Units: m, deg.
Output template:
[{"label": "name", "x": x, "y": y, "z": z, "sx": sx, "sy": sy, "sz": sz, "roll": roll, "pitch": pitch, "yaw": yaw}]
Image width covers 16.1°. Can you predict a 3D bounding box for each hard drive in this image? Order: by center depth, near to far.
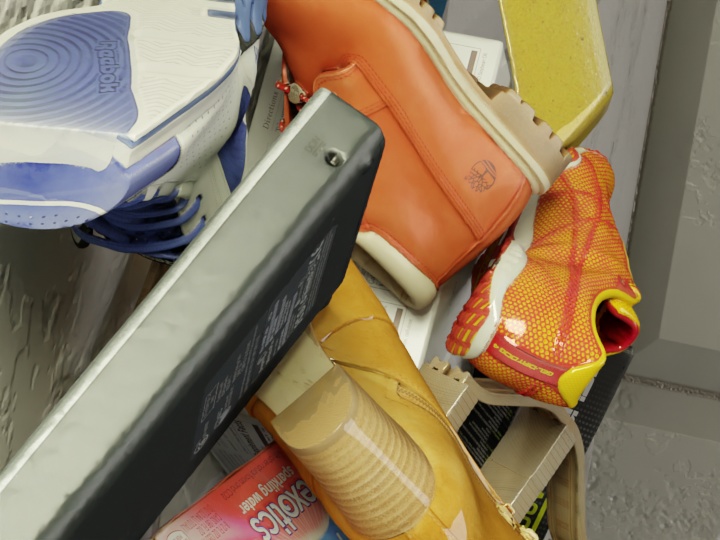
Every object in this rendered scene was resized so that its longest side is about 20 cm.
[{"label": "hard drive", "x": -0.067, "y": 0.043, "z": 0.895, "sx": 0.200, "sy": 0.033, "sz": 0.140, "roll": -52, "pitch": 172, "yaw": -23}]

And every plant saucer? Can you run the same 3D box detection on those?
[{"label": "plant saucer", "x": 0.092, "y": -0.149, "z": 1.295, "sx": 0.200, "sy": 0.048, "sz": 0.201, "roll": -13, "pitch": 93, "yaw": -85}]

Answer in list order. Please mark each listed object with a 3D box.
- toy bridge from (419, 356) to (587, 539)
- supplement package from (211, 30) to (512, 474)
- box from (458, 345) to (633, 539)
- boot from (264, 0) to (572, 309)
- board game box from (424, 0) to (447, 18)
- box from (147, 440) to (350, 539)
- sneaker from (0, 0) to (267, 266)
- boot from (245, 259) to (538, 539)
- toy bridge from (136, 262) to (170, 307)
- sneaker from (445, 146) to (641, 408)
[{"label": "toy bridge", "x": 0.073, "y": 0.093, "z": 1.174, "sx": 0.067, "sy": 0.027, "sz": 0.200, "roll": -55, "pitch": 144, "yaw": -14}, {"label": "supplement package", "x": 0.000, "y": 0.000, "z": 1.222, "sx": 0.156, "sy": 0.110, "sz": 0.201, "roll": 67, "pitch": 37, "yaw": -71}, {"label": "box", "x": 0.057, "y": 0.072, "z": 1.320, "sx": 0.161, "sy": 0.044, "sz": 0.200, "roll": -66, "pitch": -159, "yaw": 10}, {"label": "boot", "x": -0.007, "y": -0.070, "z": 1.082, "sx": 0.107, "sy": 0.200, "sz": 0.075, "roll": -49, "pitch": -154, "yaw": -4}, {"label": "board game box", "x": 0.015, "y": -0.176, "z": 1.303, "sx": 0.200, "sy": 0.040, "sz": 0.153, "roll": 76, "pitch": 27, "yaw": -65}, {"label": "box", "x": -0.039, "y": 0.139, "z": 1.036, "sx": 0.095, "sy": 0.103, "sz": 0.200, "roll": -43, "pitch": 177, "yaw": 25}, {"label": "sneaker", "x": -0.073, "y": -0.042, "z": 0.889, "sx": 0.200, "sy": 0.080, "sz": 0.116, "roll": -62, "pitch": 158, "yaw": -61}, {"label": "boot", "x": 0.005, "y": 0.066, "z": 1.041, "sx": 0.144, "sy": 0.071, "sz": 0.201, "roll": 49, "pitch": 7, "yaw": -31}, {"label": "toy bridge", "x": -0.070, "y": -0.036, "z": 1.013, "sx": 0.067, "sy": 0.027, "sz": 0.201, "roll": 49, "pitch": 53, "yaw": -80}, {"label": "sneaker", "x": 0.092, "y": 0.006, "z": 1.166, "sx": 0.073, "sy": 0.077, "sz": 0.200, "roll": -58, "pitch": -178, "yaw": 31}]
